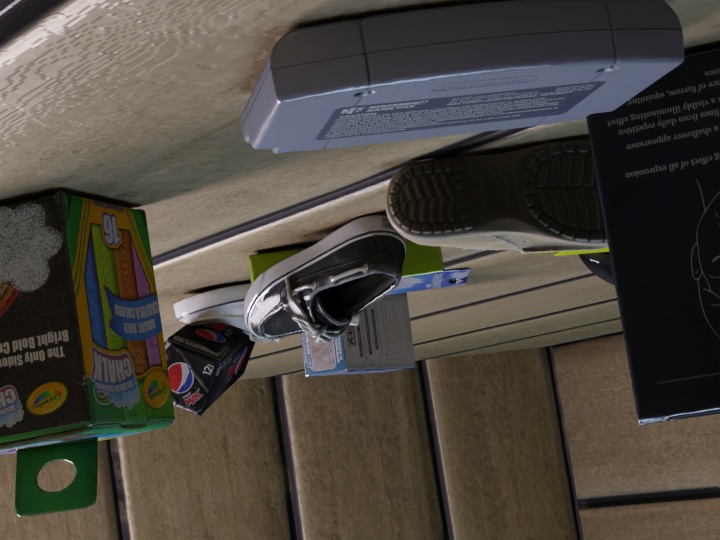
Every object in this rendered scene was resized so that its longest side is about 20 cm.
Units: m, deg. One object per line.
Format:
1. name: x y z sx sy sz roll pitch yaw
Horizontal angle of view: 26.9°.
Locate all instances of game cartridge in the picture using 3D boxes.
1. game cartridge: 0.047 -0.095 0.733 0.199 0.042 0.133 -7 169 -13

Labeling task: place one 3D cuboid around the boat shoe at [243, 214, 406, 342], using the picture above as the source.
1. boat shoe: -0.032 0.026 1.303 0.073 0.068 0.199 27 138 -37

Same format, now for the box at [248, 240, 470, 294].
1. box: 0.000 0.000 1.420 0.199 0.048 0.122 -8 173 1

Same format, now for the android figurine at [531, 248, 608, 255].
1. android figurine: 0.257 -0.045 1.403 0.199 0.041 0.182 -7 173 -13

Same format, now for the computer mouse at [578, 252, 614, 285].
1. computer mouse: 0.316 -0.013 1.510 0.199 0.053 0.139 -4 -151 3

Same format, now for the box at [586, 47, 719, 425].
1. box: 0.221 -0.022 0.861 0.148 0.201 0.107 -10 173 17

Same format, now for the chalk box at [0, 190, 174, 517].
1. chalk box: -0.210 0.061 1.009 0.124 0.201 0.124 -10 173 18

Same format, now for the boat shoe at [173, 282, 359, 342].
1. boat shoe: -0.098 0.046 1.609 0.199 0.066 0.074 -8 174 0

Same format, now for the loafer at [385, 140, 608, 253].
1. loafer: 0.115 -0.050 1.066 0.199 0.076 0.068 1 174 -4

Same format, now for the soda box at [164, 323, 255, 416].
1. soda box: -0.167 0.095 1.646 0.063 0.071 0.200 23 -168 5

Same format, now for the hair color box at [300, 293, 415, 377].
1. hair color box: -0.003 0.076 1.848 0.060 0.100 0.200 -10 173 25
